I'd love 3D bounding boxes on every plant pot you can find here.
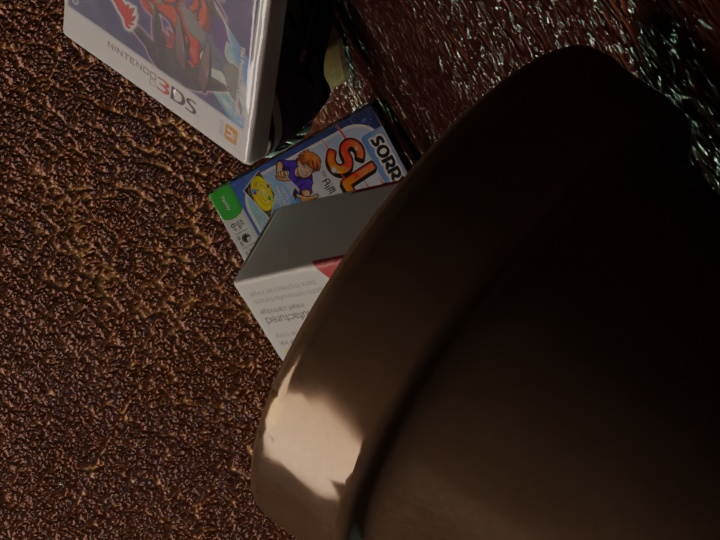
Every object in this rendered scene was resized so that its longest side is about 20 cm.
[{"bbox_3d":[0.088,0.055,0.736,0.174,0.200,0.200,38,170,18],"label":"plant pot"}]

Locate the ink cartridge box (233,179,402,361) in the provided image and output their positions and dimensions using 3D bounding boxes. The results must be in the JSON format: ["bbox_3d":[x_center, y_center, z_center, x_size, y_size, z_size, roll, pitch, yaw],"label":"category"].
[{"bbox_3d":[0.033,0.047,1.427,0.201,0.145,0.083,59,-142,-27],"label":"ink cartridge box"}]

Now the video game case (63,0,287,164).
[{"bbox_3d":[-0.119,-0.191,1.380,0.182,0.023,0.201,35,136,27],"label":"video game case"}]

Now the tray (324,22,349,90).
[{"bbox_3d":[-0.076,-0.223,1.545,0.201,0.037,0.099,57,177,11],"label":"tray"}]

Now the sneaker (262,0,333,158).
[{"bbox_3d":[-0.060,-0.179,1.417,0.075,0.087,0.201,24,131,32],"label":"sneaker"}]

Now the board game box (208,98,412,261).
[{"bbox_3d":[0.000,0.000,1.533,0.201,0.135,0.034,60,-168,-8],"label":"board game box"}]

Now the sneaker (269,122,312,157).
[{"bbox_3d":[-0.106,-0.171,1.566,0.201,0.074,0.079,60,-179,-36],"label":"sneaker"}]
